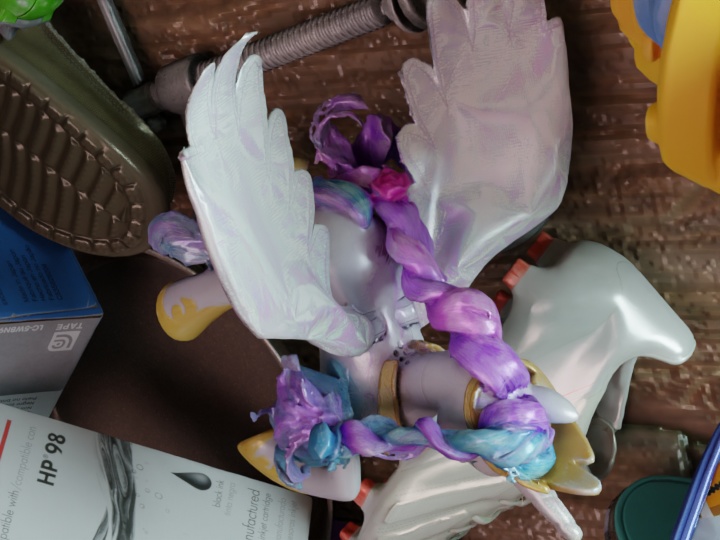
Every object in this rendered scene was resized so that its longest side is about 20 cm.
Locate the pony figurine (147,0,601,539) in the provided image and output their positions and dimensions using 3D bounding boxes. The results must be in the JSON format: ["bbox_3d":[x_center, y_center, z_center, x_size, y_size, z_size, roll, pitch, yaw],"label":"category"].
[{"bbox_3d":[0.000,0.000,0.678,0.200,0.166,0.194,0,110,56],"label":"pony figurine"}]

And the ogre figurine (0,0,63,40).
[{"bbox_3d":[-0.111,-0.168,0.725,0.199,0.098,0.121,-18,86,24],"label":"ogre figurine"}]

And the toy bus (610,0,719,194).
[{"bbox_3d":[0.146,-0.066,0.540,0.199,0.192,0.136,22,127,24],"label":"toy bus"}]

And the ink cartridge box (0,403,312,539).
[{"bbox_3d":[-0.126,0.127,0.778,0.199,0.116,0.067,18,130,-11],"label":"ink cartridge box"}]

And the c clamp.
[{"bbox_3d":[-0.018,-0.068,0.756,0.199,0.027,0.172,-8,109,37],"label":"c clamp"}]

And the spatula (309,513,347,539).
[{"bbox_3d":[0.052,0.147,0.830,0.199,0.021,0.057,6,107,30],"label":"spatula"}]

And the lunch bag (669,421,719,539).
[{"bbox_3d":[0.163,0.145,0.646,0.159,0.201,0.076,19,162,22],"label":"lunch bag"}]

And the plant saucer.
[{"bbox_3d":[-0.089,0.072,0.875,0.199,0.032,0.201,17,124,28],"label":"plant saucer"}]

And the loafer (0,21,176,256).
[{"bbox_3d":[-0.151,-0.084,0.809,0.200,0.067,0.076,38,133,12],"label":"loafer"}]

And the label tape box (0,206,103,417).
[{"bbox_3d":[-0.204,0.032,0.877,0.145,0.063,0.200,59,136,29],"label":"label tape box"}]

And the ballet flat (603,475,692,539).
[{"bbox_3d":[0.181,0.147,0.719,0.199,0.072,0.072,26,127,22],"label":"ballet flat"}]

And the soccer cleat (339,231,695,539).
[{"bbox_3d":[0.057,0.073,0.759,0.077,0.069,0.200,37,127,7],"label":"soccer cleat"}]
